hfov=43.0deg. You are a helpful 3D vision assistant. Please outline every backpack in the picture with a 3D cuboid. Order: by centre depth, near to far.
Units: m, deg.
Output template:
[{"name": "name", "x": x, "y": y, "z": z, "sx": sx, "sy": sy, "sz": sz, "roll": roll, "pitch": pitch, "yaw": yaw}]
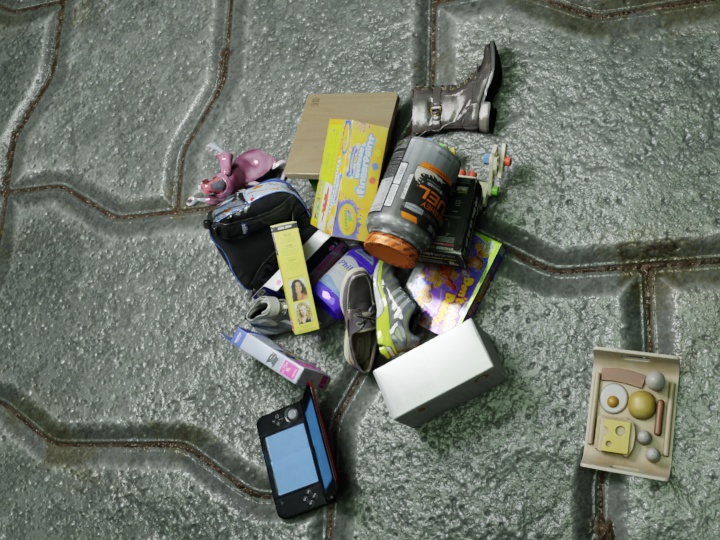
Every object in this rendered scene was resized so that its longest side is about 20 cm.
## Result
[{"name": "backpack", "x": -0.186, "y": -0.081, "z": 1.789, "sx": 0.189, "sy": 0.201, "sz": 0.155, "roll": -26, "pitch": 33, "yaw": 3}]

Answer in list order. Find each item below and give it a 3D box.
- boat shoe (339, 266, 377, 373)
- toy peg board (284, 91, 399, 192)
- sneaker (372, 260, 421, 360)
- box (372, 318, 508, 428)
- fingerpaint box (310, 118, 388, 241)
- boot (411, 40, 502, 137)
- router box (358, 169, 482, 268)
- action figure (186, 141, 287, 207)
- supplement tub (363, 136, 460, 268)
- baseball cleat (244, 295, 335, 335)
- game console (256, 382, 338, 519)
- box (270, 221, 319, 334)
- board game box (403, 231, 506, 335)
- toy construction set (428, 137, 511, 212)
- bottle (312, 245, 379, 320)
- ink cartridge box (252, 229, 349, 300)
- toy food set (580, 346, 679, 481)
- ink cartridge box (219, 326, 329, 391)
[{"name": "boat shoe", "x": 0.004, "y": 0.094, "z": 1.668, "sx": 0.065, "sy": 0.071, "sz": 0.203, "roll": -138, "pitch": 44, "yaw": -56}, {"name": "toy peg board", "x": -0.025, "y": -0.246, "z": 1.832, "sx": 0.197, "sy": 0.098, "sz": 0.201, "roll": 3, "pitch": 61, "yaw": 21}, {"name": "sneaker", "x": 0.070, "y": 0.062, "z": 1.657, "sx": 0.080, "sy": 0.074, "sz": 0.203, "roll": -9, "pitch": 65, "yaw": 12}, {"name": "box", "x": 0.142, "y": 0.184, "z": 1.607, "sx": 0.198, "sy": 0.124, "sz": 0.098, "roll": -29, "pitch": 66, "yaw": 11}, {"name": "fingerpaint box", "x": -0.021, "y": -0.165, "z": 1.643, "sx": 0.072, "sy": 0.167, "sz": 0.203, "roll": 9, "pitch": 97, "yaw": -17}, {"name": "boot", "x": 0.181, "y": -0.352, "z": 1.780, "sx": 0.172, "sy": 0.069, "sz": 0.203, "roll": 5, "pitch": 79, "yaw": 23}, {"name": "router box", "x": 0.110, "y": -0.095, "z": 1.650, "sx": 0.197, "sy": 0.062, "sz": 0.152, "roll": 8, "pitch": 69, "yaw": 22}, {"name": "action figure", "x": -0.257, "y": -0.174, "z": 1.842, "sx": 0.147, "sy": 0.200, "sz": 0.135, "roll": 25, "pitch": 116, "yaw": 12}, {"name": "supplement tub", "x": 0.085, "y": -0.114, "z": 1.562, "sx": 0.121, "sy": 0.123, "sz": 0.202, "roll": 15, "pitch": 73, "yaw": 25}, {"name": "baseball cleat", "x": -0.127, "y": 0.079, "z": 1.757, "sx": 0.197, "sy": 0.106, "sz": 0.071, "roll": -18, "pitch": 64, "yaw": 14}, {"name": "game console", "x": -0.118, "y": 0.332, "z": 1.673, "sx": 0.170, "sy": 0.119, "sz": 0.202, "roll": -23, "pitch": 67, "yaw": 14}, {"name": "box", "x": -0.121, "y": 0.012, "z": 1.689, "sx": 0.049, "sy": 0.075, "sz": 0.203, "roll": -13, "pitch": 96, "yaw": -8}, {"name": "board game box", "x": 0.165, "y": 0.019, "z": 1.691, "sx": 0.133, "sy": 0.045, "sz": 0.202, "roll": 25, "pitch": 85, "yaw": 26}, {"name": "toy construction set", "x": 0.193, "y": -0.184, "z": 1.720, "sx": 0.198, "sy": 0.092, "sz": 0.133, "roll": 6, "pitch": 77, "yaw": 35}, {"name": "bottle", "x": 0.000, "y": 0.000, "z": 1.729, "sx": 0.083, "sy": 0.066, "sz": 0.200, "roll": 39, "pitch": 73, "yaw": 24}, {"name": "ink cartridge box", "x": -0.114, "y": 0.003, "z": 1.780, "sx": 0.200, "sy": 0.095, "sz": 0.037, "roll": -43, "pitch": 65, "yaw": 5}, {"name": "toy food set", "x": 0.444, "y": 0.234, "z": 1.507, "sx": 0.142, "sy": 0.060, "sz": 0.203, "roll": 5, "pitch": 76, "yaw": 23}, {"name": "ink cartridge box", "x": -0.164, "y": 0.162, "z": 1.740, "sx": 0.198, "sy": 0.119, "sz": 0.042, "roll": 26, "pitch": 88, "yaw": 26}]
